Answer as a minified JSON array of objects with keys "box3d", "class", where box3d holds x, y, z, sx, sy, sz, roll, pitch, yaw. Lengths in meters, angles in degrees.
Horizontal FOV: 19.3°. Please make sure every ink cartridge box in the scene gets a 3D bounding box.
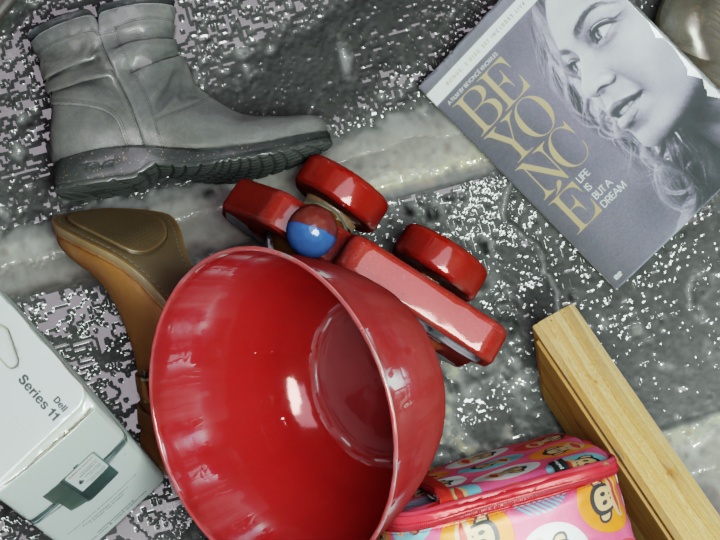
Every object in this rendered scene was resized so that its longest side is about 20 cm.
[{"box3d":[-0.215,0.084,1.324,0.083,0.200,0.147,-42,71,-7],"class":"ink cartridge box"}]

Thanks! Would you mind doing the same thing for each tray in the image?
[{"box3d":[0.177,0.128,1.380,0.037,0.099,0.201,-28,59,-8],"class":"tray"}]

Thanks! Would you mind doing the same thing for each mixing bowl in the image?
[{"box3d":[-0.023,0.077,1.278,0.108,0.199,0.202,-14,83,-49],"class":"mixing bowl"}]

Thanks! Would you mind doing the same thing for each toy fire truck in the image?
[{"box3d":[0.000,0.000,1.384,0.199,0.168,0.113,34,82,-1],"class":"toy fire truck"}]

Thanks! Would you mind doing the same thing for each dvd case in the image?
[{"box3d":[0.158,-0.108,1.454,0.200,0.016,0.149,46,110,1],"class":"dvd case"}]

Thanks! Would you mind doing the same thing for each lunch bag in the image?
[{"box3d":[0.075,0.166,1.358,0.175,0.200,0.083,-16,90,-7],"class":"lunch bag"}]

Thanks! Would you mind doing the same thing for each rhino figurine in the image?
[{"box3d":[0.224,-0.138,1.475,0.086,0.060,0.202,-2,85,-2],"class":"rhino figurine"}]

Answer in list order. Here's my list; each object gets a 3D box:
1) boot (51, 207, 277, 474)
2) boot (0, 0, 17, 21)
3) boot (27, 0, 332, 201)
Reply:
[{"box3d":[-0.133,0.050,1.415,0.199,0.077,0.157,21,119,29],"class":"boot"},{"box3d":[-0.358,-0.183,1.439,0.200,0.068,0.188,-44,97,-1],"class":"boot"},{"box3d":[-0.122,-0.126,1.441,0.198,0.070,0.133,-6,79,-10],"class":"boot"}]
